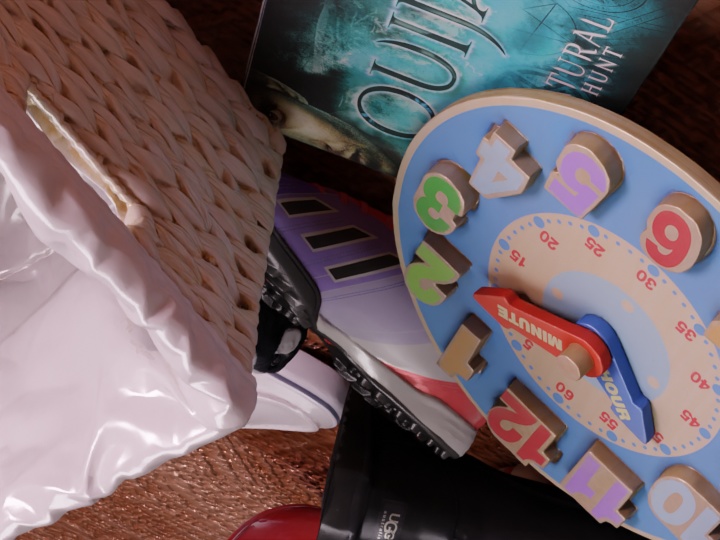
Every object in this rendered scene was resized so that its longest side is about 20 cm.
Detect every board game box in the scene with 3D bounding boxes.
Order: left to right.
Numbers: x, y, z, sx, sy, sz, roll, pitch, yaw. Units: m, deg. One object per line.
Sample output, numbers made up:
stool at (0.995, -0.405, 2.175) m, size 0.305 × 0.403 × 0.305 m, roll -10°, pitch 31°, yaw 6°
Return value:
board game box at (0.031, -0.085, 0.713) m, size 0.134 × 0.028 × 0.200 m, roll 20°, pitch 155°, yaw -2°

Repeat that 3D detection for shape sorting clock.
shape sorting clock at (0.088, 0.024, 0.735) m, size 0.200 × 0.039 × 0.201 m, roll 36°, pitch 150°, yaw 24°

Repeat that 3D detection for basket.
basket at (-0.158, -0.022, 0.720) m, size 0.199 × 0.161 × 0.198 m, roll -27°, pitch 119°, yaw 24°

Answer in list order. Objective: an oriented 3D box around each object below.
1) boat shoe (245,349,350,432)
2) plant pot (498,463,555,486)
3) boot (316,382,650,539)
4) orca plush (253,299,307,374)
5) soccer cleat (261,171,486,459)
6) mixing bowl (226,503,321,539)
boat shoe at (-0.101, 0.066, 1.073) m, size 0.199 × 0.066 × 0.074 m, roll 9°, pitch 153°, yaw 24°
plant pot at (0.114, 0.209, 1.079) m, size 0.177 × 0.201 × 0.200 m, roll 39°, pitch 151°, yaw -15°
boot at (0.083, 0.112, 0.969) m, size 0.198 × 0.066 × 0.165 m, roll 14°, pitch -160°, yaw -1°
orca plush at (-0.072, -0.029, 0.899) m, size 0.200 × 0.071 × 0.105 m, roll 48°, pitch -170°, yaw -29°
soccer cleat at (0.000, 0.000, 0.868) m, size 0.200 × 0.073 × 0.068 m, roll 46°, pitch 170°, yaw -34°
mixing bowl at (0.010, 0.227, 1.173) m, size 0.108 × 0.201 × 0.200 m, roll -18°, pitch 136°, yaw 43°
